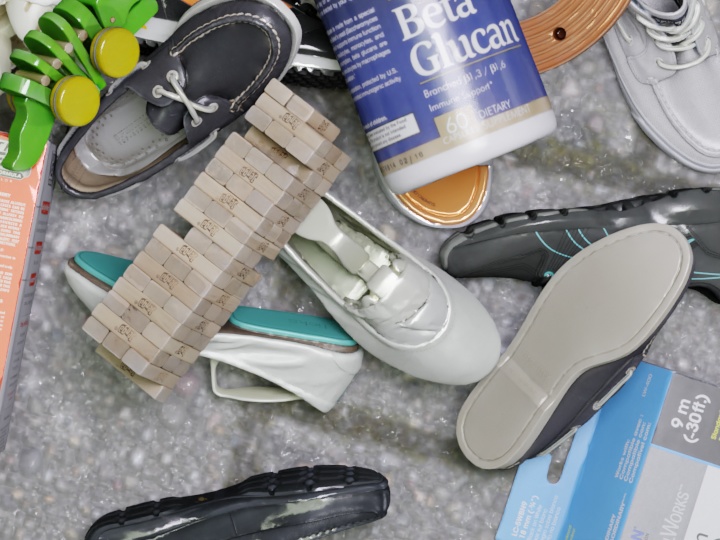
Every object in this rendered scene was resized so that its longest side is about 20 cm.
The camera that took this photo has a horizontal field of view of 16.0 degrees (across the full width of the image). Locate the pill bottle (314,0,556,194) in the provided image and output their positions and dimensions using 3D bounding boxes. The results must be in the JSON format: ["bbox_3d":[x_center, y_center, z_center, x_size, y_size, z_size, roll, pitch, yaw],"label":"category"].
[{"bbox_3d":[0.033,-0.156,1.533,0.111,0.111,0.201,-22,92,-2],"label":"pill bottle"}]

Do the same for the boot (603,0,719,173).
[{"bbox_3d":[0.190,-0.151,1.618,0.073,0.096,0.201,-32,92,-2],"label":"boot"}]

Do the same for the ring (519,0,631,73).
[{"bbox_3d":[0.083,-0.218,1.582,0.199,0.019,0.202,2,96,14],"label":"ring"}]

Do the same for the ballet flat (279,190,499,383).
[{"bbox_3d":[0.000,0.000,1.597,0.200,0.069,0.070,40,89,13],"label":"ballet flat"}]

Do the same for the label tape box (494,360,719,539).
[{"bbox_3d":[0.204,0.141,1.640,0.199,0.063,0.145,18,90,-3],"label":"label tape box"}]

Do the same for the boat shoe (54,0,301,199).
[{"bbox_3d":[-0.116,-0.104,1.567,0.200,0.060,0.074,-27,112,38],"label":"boat shoe"}]

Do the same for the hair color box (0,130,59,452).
[{"bbox_3d":[-0.236,0.013,1.599,0.061,0.102,0.201,11,90,-3],"label":"hair color box"}]

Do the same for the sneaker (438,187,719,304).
[{"bbox_3d":[0.150,-0.006,1.630,0.199,0.075,0.080,-7,94,-2],"label":"sneaker"}]

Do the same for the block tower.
[{"bbox_3d":[-0.087,-0.017,1.553,0.054,0.058,0.200,37,92,22],"label":"block tower"}]

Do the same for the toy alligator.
[{"bbox_3d":[-0.164,-0.148,1.544,0.200,0.059,0.054,-54,129,-18],"label":"toy alligator"}]

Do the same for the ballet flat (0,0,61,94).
[{"bbox_3d":[-0.220,-0.145,1.594,0.200,0.076,0.064,-40,52,19],"label":"ballet flat"}]

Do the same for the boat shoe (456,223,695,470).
[{"bbox_3d":[0.142,0.048,1.612,0.200,0.063,0.073,-49,62,19],"label":"boat shoe"}]

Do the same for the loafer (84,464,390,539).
[{"bbox_3d":[-0.075,0.172,1.629,0.199,0.068,0.071,-14,100,3],"label":"loafer"}]

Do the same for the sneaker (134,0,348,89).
[{"bbox_3d":[-0.074,-0.172,1.609,0.199,0.070,0.091,11,87,10],"label":"sneaker"}]

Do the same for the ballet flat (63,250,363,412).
[{"bbox_3d":[-0.099,0.046,1.630,0.199,0.069,0.070,16,90,-4],"label":"ballet flat"}]

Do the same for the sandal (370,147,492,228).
[{"bbox_3d":[0.044,-0.130,1.630,0.079,0.059,0.208,-3,91,-2],"label":"sandal"}]
